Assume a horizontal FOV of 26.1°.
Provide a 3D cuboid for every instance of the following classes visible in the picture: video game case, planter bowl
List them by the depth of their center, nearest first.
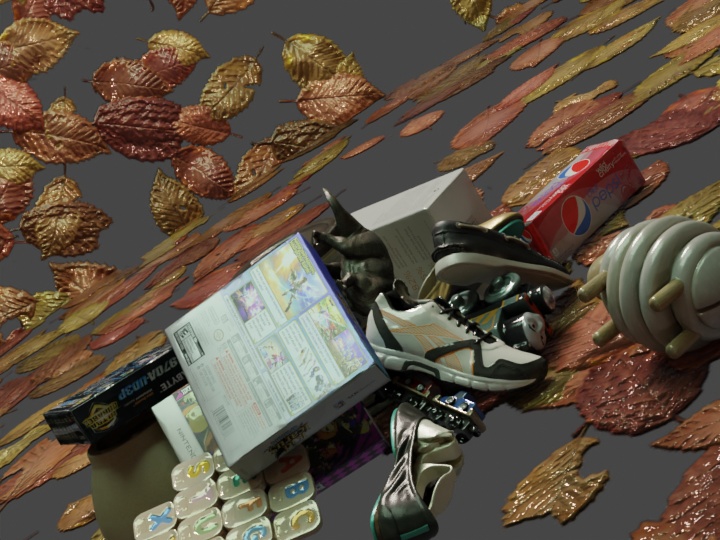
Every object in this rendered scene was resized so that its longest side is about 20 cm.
[{"bbox_3d":[-0.088,0.086,1.593,0.181,0.045,0.200,-36,51,7],"label":"video game case"},{"bbox_3d":[-0.097,0.166,1.641,0.200,0.181,0.036,-32,-29,-2],"label":"video game case"},{"bbox_3d":[-0.224,0.225,1.751,0.200,0.135,0.200,-30,13,8],"label":"planter bowl"}]

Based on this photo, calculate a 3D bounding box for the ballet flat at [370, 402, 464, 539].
[{"bbox_3d":[0.059,0.187,1.428,0.068,0.068,0.200,-17,28,18],"label":"ballet flat"}]

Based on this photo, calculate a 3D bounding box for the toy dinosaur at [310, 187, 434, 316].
[{"bbox_3d":[0.000,0.000,1.682,0.102,0.200,0.077,-1,-43,-31],"label":"toy dinosaur"}]

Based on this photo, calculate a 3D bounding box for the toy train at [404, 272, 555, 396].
[{"bbox_3d":[0.116,0.078,1.652,0.200,0.085,0.114,-23,28,28],"label":"toy train"}]

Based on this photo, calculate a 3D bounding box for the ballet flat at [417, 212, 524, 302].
[{"bbox_3d":[0.111,0.002,1.776,0.069,0.063,0.200,9,-59,-50],"label":"ballet flat"}]

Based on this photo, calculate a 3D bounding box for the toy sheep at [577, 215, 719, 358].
[{"bbox_3d":[0.284,0.015,1.400,0.138,0.138,0.200,-39,30,-27],"label":"toy sheep"}]

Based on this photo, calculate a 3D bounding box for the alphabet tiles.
[{"bbox_3d":[-0.136,0.249,1.539,0.195,0.015,0.200,-23,38,5],"label":"alphabet tiles"}]

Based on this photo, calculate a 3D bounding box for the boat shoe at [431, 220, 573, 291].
[{"bbox_3d":[0.155,-0.013,1.699,0.200,0.060,0.074,8,-28,-38],"label":"boat shoe"}]

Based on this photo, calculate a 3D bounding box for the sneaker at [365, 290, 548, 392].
[{"bbox_3d":[0.093,0.071,1.560,0.200,0.080,0.074,12,7,19],"label":"sneaker"}]

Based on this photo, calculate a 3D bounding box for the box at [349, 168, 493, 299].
[{"bbox_3d":[0.069,-0.012,1.904,0.200,0.152,0.106,-19,19,41],"label":"box"}]

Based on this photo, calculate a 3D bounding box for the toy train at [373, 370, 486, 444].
[{"bbox_3d":[0.060,0.127,1.573,0.046,0.034,0.200,-47,36,-16],"label":"toy train"}]

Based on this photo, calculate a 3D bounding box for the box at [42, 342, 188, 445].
[{"bbox_3d":[-0.268,0.138,1.759,0.159,0.046,0.200,-32,5,-21],"label":"box"}]

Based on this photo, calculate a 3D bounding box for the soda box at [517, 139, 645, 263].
[{"bbox_3d":[0.261,-0.080,1.895,0.200,0.070,0.063,-41,16,-33],"label":"soda box"}]

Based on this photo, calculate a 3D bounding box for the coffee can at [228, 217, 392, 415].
[{"bbox_3d":[-0.038,0.061,1.777,0.146,0.200,0.146,-30,13,8],"label":"coffee can"}]
